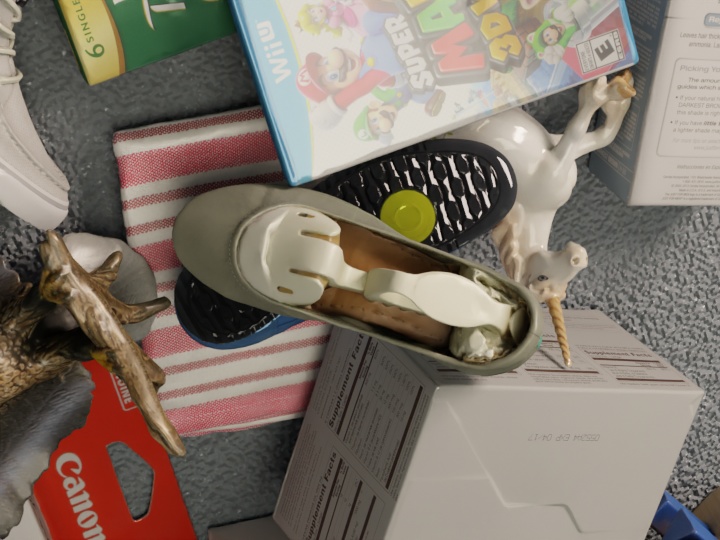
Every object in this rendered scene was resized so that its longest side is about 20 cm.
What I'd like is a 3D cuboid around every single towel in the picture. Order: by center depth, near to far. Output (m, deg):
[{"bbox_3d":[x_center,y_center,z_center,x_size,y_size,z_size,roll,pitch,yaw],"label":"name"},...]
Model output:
[{"bbox_3d":[-0.061,-0.001,0.930,0.146,0.030,0.201,-10,116,-12],"label":"towel"}]

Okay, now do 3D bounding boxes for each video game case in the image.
[{"bbox_3d":[0.035,-0.143,0.829,0.199,0.018,0.144,-20,107,-8],"label":"video game case"}]

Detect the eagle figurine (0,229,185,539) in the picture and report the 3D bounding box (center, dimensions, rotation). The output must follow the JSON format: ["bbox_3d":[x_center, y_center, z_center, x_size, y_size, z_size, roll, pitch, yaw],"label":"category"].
[{"bbox_3d":[-0.205,0.058,0.841,0.200,0.152,0.151,-30,142,25],"label":"eagle figurine"}]

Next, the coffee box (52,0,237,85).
[{"bbox_3d":[-0.070,-0.185,0.827,0.199,0.044,0.123,-20,119,-8],"label":"coffee box"}]

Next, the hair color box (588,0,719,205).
[{"bbox_3d":[0.204,-0.140,0.930,0.099,0.061,0.201,-1,115,-18],"label":"hair color box"}]

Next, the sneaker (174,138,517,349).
[{"bbox_3d":[-0.010,-0.016,0.886,0.199,0.078,0.066,-25,86,0],"label":"sneaker"}]

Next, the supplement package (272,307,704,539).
[{"bbox_3d":[0.074,0.110,0.955,0.199,0.111,0.156,4,114,-34],"label":"supplement package"}]

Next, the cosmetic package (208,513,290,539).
[{"bbox_3d":[-0.019,0.228,0.952,0.107,0.200,0.085,-9,115,-12],"label":"cosmetic package"}]

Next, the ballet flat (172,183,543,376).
[{"bbox_3d":[0.000,0.000,0.816,0.199,0.064,0.068,19,84,0],"label":"ballet flat"}]

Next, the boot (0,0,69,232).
[{"bbox_3d":[-0.191,-0.112,0.807,0.096,0.074,0.200,-42,125,0],"label":"boot"}]

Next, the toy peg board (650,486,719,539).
[{"bbox_3d":[0.171,0.230,1.028,0.098,0.200,0.199,39,99,-15],"label":"toy peg board"}]

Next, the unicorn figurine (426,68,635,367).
[{"bbox_3d":[0.091,-0.069,0.912,0.200,0.074,0.137,40,112,0],"label":"unicorn figurine"}]

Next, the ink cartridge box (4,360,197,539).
[{"bbox_3d":[-0.191,0.155,0.952,0.173,0.044,0.201,-19,119,-7],"label":"ink cartridge box"}]
